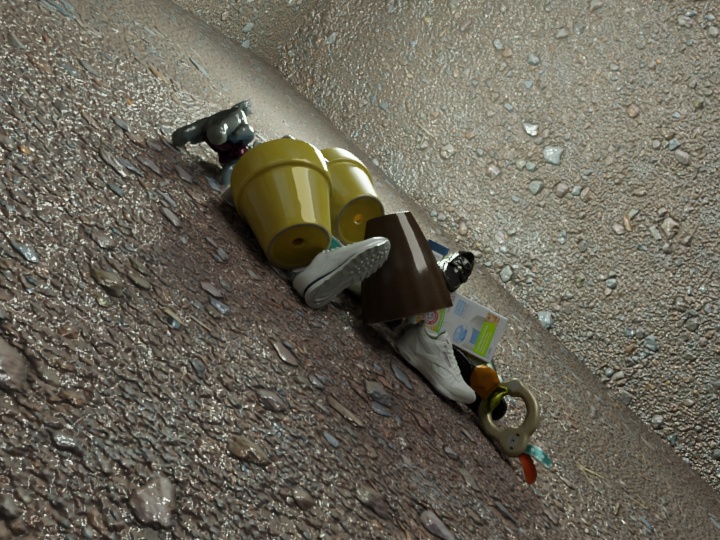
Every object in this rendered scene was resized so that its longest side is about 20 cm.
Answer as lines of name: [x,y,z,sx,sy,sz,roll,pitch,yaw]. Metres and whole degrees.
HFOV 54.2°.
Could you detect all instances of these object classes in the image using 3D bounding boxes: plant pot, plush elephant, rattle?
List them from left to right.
plush elephant: [-0.279,-0.261,1.516,0.200,0.163,0.157,-46,128,-46]
plant pot: [-0.138,-0.116,1.351,0.200,0.200,0.191,27,33,-45]
plant pot: [-0.041,-0.154,1.617,0.200,0.202,0.189,29,11,-40]
plant pot: [0.075,-0.009,1.407,0.187,0.184,0.203,-6,83,-72]
rattle: [0.293,0.294,1.359,0.144,0.128,0.202,77,3,-55]

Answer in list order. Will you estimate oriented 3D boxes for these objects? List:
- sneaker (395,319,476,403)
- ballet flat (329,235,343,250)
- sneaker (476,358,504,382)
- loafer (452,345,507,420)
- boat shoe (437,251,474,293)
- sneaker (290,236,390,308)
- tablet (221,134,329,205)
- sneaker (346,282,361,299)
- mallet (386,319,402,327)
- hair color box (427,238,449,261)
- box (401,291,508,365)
sneaker: [0.166,0.186,1.415,0.200,0.100,0.075,42,11,-1]
ballet flat: [-0.100,-0.063,1.534,0.200,0.072,0.072,42,13,1]
sneaker: [0.273,0.252,1.624,0.081,0.073,0.200,11,20,-9]
loafer: [0.229,0.239,1.510,0.200,0.073,0.071,48,4,8]
boat shoe: [0.207,-0.006,1.528,0.074,0.064,0.200,58,22,-8]
sneaker: [-0.036,-0.015,1.307,0.081,0.198,0.077,47,-20,39]
tablet: [-0.172,-0.183,1.422,0.129,0.199,0.014,27,34,-45]
sneaker: [0.000,0.000,1.561,0.074,0.087,0.201,37,15,-23]
mallet: [0.051,0.033,1.507,0.066,0.041,0.202,-109,-178,-54]
hair color box: [0.153,0.016,1.695,0.060,0.101,0.201,26,-23,7]
box: [0.207,0.118,1.568,0.198,0.114,0.101,28,-14,-4]
